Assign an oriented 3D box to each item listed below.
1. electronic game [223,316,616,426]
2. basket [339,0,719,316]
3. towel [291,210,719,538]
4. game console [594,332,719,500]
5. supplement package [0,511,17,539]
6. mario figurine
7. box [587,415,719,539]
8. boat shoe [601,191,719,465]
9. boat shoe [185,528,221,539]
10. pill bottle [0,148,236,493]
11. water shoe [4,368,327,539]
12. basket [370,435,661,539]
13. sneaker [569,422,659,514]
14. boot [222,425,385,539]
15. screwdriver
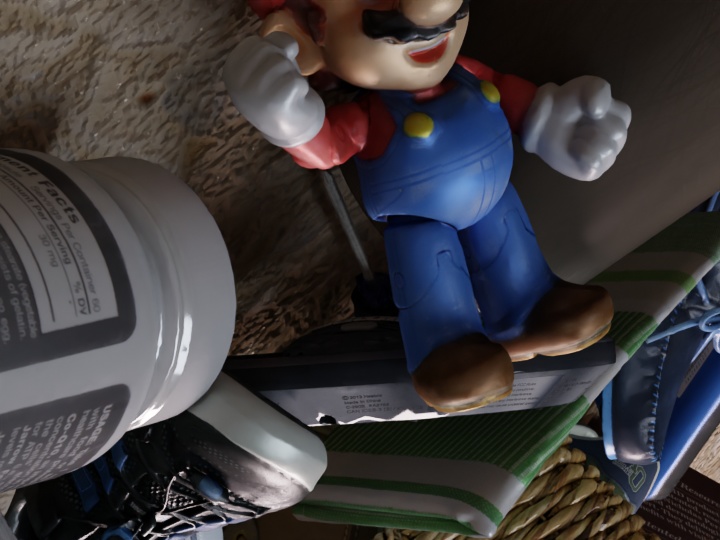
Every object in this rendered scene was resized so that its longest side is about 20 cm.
[{"bbox_3d":[0.004,0.040,1.056,0.200,0.200,0.042,-2,88,-59],"label":"electronic game"},{"bbox_3d":[0.096,-0.084,1.018,0.200,0.180,0.136,-46,149,23],"label":"basket"},{"bbox_3d":[0.069,0.044,1.164,0.200,0.023,0.152,-45,-157,-28],"label":"towel"},{"bbox_3d":[0.207,0.001,1.380,0.118,0.171,0.200,1,139,-25],"label":"game console"},{"bbox_3d":[-0.159,0.153,0.887,0.117,0.117,0.200,-29,-177,-3],"label":"supplement package"},{"bbox_3d":[0.027,-0.054,0.908,0.106,0.200,0.123,-19,-169,21],"label":"mario figurine"},{"bbox_3d":[0.168,0.227,1.522,0.166,0.164,0.200,-56,-166,21],"label":"box"},{"bbox_3d":[0.159,-0.003,1.245,0.084,0.069,0.200,-16,115,-79],"label":"boat shoe"},{"bbox_3d":[-0.133,0.167,1.111,0.091,0.071,0.200,-22,149,-52],"label":"boat shoe"},{"bbox_3d":[-0.138,0.020,0.831,0.200,0.113,0.113,-12,140,-53],"label":"pill bottle"},{"bbox_3d":[-0.077,0.088,0.974,0.079,0.071,0.200,-60,-163,-20],"label":"water shoe"},{"bbox_3d":[0.049,0.190,1.180,0.200,0.149,0.143,-36,166,-24],"label":"basket"},{"bbox_3d":[0.095,0.121,1.369,0.090,0.067,0.200,-44,-171,-16],"label":"sneaker"},{"bbox_3d":[-0.071,0.167,1.231,0.155,0.072,0.200,-30,156,-43],"label":"boot"},{"bbox_3d":[0.000,0.000,1.137,0.200,0.028,0.029,58,48,-70],"label":"screwdriver"}]
